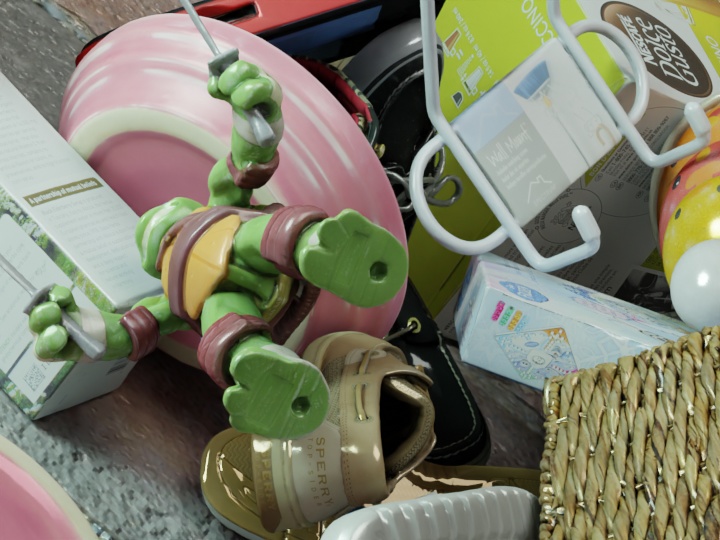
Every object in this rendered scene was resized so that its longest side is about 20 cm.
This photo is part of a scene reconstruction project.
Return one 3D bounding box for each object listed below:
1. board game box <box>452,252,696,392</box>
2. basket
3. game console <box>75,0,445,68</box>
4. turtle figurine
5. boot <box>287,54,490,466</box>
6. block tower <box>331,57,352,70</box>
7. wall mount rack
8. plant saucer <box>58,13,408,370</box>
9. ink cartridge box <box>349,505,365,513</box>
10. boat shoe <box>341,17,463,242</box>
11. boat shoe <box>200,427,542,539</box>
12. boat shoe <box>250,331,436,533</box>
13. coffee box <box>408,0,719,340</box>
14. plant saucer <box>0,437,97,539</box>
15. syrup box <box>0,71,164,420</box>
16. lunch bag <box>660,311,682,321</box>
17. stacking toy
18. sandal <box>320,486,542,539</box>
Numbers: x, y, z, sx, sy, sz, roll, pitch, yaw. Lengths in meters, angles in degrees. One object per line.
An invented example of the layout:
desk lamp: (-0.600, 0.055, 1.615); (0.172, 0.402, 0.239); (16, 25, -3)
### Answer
board game box: (0.146, 0.048, 1.505); (0.198, 0.044, 0.200); (21, 6, -1)
basket: (0.170, 0.130, 1.314); (0.143, 0.148, 0.200); (57, 23, -31)
game console: (-0.051, -0.117, 1.574); (0.177, 0.199, 0.031); (103, -31, -80)
turtle figurine: (-0.081, -0.017, 1.284); (0.194, 0.144, 0.201); (30, -34, 56)
boot: (-0.002, 0.000, 1.535); (0.073, 0.154, 0.204); (-23, 51, -18)
block tower: (0.021, -0.149, 1.938); (0.054, 0.058, 0.200); (44, 26, 12)
wall mount rack: (0.093, -0.104, 1.547); (0.200, 0.074, 0.174); (-41, 100, -41)
plant saucer: (-0.072, -0.025, 1.455); (0.200, 0.201, 0.051); (42, 48, 5)
ink cartridge box: (0.060, 0.215, 1.347); (0.146, 0.086, 0.200); (19, 33, -37)
boat shoe: (0.014, -0.055, 1.629); (0.073, 0.200, 0.068); (-23, 64, -32)
boat shoe: (0.011, 0.124, 1.463); (0.199, 0.069, 0.071); (13, 66, -15)
boat shoe: (0.004, 0.072, 1.350); (0.200, 0.064, 0.072); (-50, 132, -72)
coffee box: (0.132, -0.075, 1.794); (0.197, 0.200, 0.200); (19, 31, -36)
plant saucer: (-0.173, 0.119, 1.207); (0.200, 0.051, 0.201); (32, 25, -17)
syrup box: (-0.181, -0.032, 1.430); (0.200, 0.079, 0.081); (46, 27, 13)
lunch bag: (0.222, 0.118, 1.672); (0.167, 0.140, 0.200); (23, 27, -27)
stacking toy: (0.207, -0.013, 1.581); (0.146, 0.146, 0.200); (41, 22, 3)
sandal: (0.036, 0.131, 1.292); (0.202, 0.050, 0.083); (19, 68, -53)
